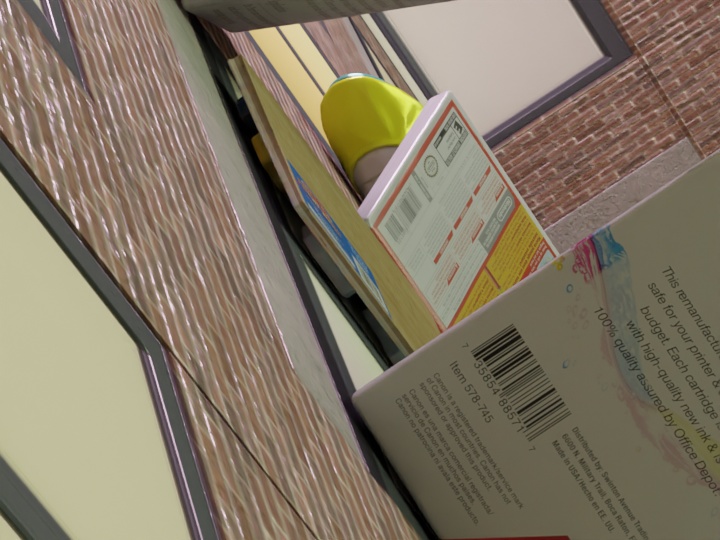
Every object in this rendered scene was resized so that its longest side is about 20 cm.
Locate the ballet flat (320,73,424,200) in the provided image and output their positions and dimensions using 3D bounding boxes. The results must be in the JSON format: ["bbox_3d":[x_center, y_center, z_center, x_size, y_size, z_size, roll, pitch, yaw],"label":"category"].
[{"bbox_3d":[0.040,-0.038,1.818,0.200,0.067,0.067,54,19,-38],"label":"ballet flat"}]

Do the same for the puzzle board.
[{"bbox_3d":[0.000,0.000,1.457,0.200,0.017,0.151,53,8,-34],"label":"puzzle board"}]

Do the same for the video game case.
[{"bbox_3d":[0.075,0.013,1.685,0.200,0.017,0.143,55,37,-18],"label":"video game case"}]

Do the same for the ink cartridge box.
[{"bbox_3d":[0.122,0.057,1.223,0.146,0.200,0.145,58,5,5],"label":"ink cartridge box"}]

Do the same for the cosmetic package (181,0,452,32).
[{"bbox_3d":[0.002,-0.226,1.564,0.165,0.199,0.166,-3,85,-85],"label":"cosmetic package"}]
